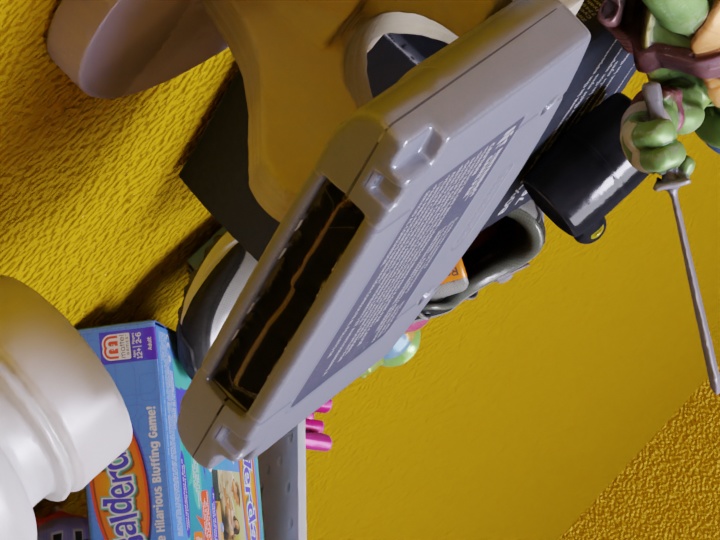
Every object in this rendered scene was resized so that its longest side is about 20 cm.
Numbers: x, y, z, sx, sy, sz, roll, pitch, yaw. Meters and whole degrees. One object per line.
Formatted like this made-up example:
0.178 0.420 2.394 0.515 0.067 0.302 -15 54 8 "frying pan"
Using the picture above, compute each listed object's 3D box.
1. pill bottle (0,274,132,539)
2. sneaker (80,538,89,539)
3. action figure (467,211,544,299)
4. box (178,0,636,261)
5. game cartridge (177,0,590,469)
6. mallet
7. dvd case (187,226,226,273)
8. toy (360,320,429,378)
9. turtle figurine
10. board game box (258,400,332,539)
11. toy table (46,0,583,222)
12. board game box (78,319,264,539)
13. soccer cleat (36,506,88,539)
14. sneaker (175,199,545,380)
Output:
-0.191 0.095 1.130 0.200 0.114 0.114 -40 166 -23 "pill bottle"
-0.183 0.156 1.371 0.074 0.084 0.200 2 -169 40 "sneaker"
0.075 -0.060 1.524 0.200 0.069 0.130 -61 167 20 "action figure"
0.037 -0.088 1.316 0.200 0.104 0.148 -30 160 -48 "box"
0.010 -0.016 1.086 0.133 0.041 0.200 -31 161 -43 "game cartridge"
0.120 -0.044 1.411 0.066 0.041 0.200 -44 171 4 "mallet"
-0.026 -0.019 1.515 0.146 0.022 0.200 -44 168 -10 "dvd case"
0.010 0.025 1.609 0.115 0.047 0.200 -47 168 -2 "toy"
0.168 -0.098 1.179 0.144 0.200 0.194 -18 133 9 "turtle figurine"
-0.067 0.188 1.600 0.026 0.201 0.200 11 152 -24 "board game box"
-0.011 -0.098 1.115 0.200 0.117 0.184 -40 166 -28 "toy table"
-0.091 0.112 1.439 0.045 0.153 0.200 -7 171 10 "board game box"
-0.186 0.180 1.485 0.067 0.076 0.200 -52 165 25 "soccer cleat"
0.000 0.000 1.402 0.200 0.079 0.074 -27 123 -21 "sneaker"
